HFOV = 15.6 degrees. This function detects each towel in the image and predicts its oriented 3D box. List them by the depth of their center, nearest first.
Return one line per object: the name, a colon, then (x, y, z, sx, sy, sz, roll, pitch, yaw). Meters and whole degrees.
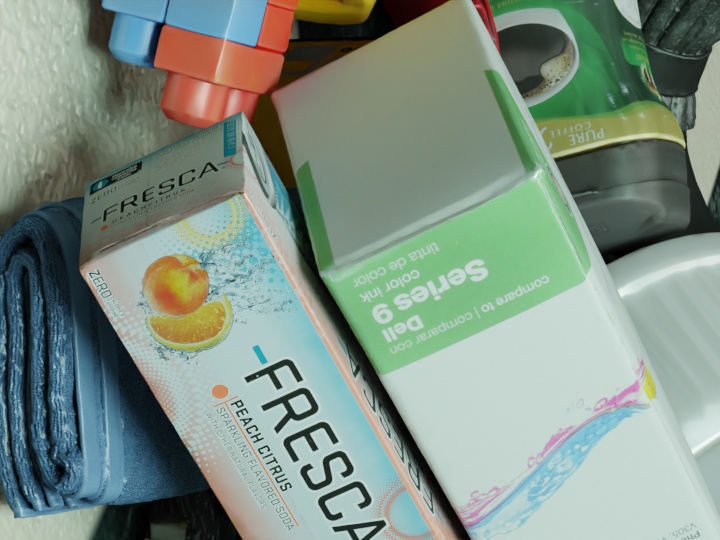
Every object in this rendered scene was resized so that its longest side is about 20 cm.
towel: (-0.056, 0.026, 0.978, 0.200, 0.049, 0.112, -5, 93, -49)

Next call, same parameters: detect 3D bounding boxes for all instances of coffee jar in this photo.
coffee jar: (0.078, -0.102, 1.150, 0.085, 0.104, 0.200, 12, 65, -68)

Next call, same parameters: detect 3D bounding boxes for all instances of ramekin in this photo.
ramekin: (0.142, 0.090, 1.139, 0.202, 0.094, 0.202, -18, 133, -21)

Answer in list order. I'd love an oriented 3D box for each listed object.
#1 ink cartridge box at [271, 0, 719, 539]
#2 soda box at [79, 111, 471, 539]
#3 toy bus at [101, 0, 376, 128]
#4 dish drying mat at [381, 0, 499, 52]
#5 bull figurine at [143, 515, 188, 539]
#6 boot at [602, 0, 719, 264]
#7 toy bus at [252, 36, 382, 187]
ink cartridge box: (0.054, 0.025, 0.950, 0.200, 0.087, 0.145, 59, 7, -30)
soda box: (-0.023, 0.050, 0.909, 0.068, 0.064, 0.200, -97, 161, -62)
toy bus: (-0.034, -0.148, 0.985, 0.200, 0.136, 0.192, -6, 108, -67)
dish drying mat: (0.023, -0.122, 1.081, 0.200, 0.018, 0.077, -117, -163, -54)
bull figurine: (-0.032, 0.145, 1.050, 0.200, 0.065, 0.121, -29, 114, -63)
boot: (0.145, -0.073, 1.209, 0.158, 0.211, 0.079, -50, 165, 17)
toy bus: (0.000, 0.000, 1.113, 0.078, 0.065, 0.200, -49, 133, -54)
